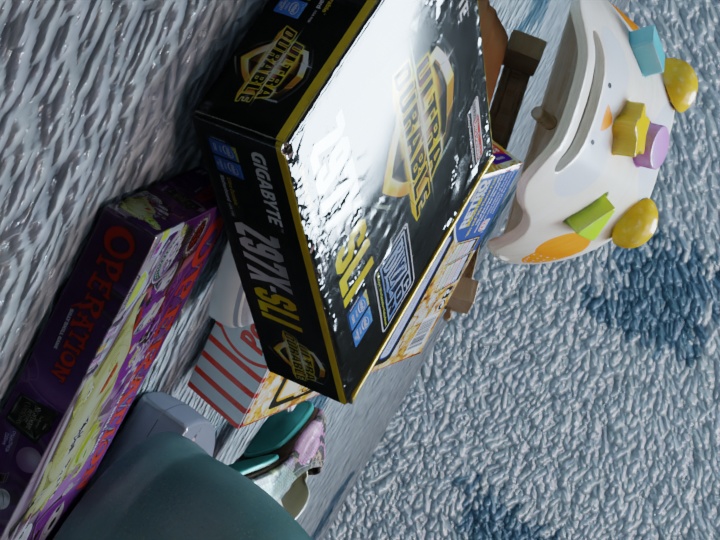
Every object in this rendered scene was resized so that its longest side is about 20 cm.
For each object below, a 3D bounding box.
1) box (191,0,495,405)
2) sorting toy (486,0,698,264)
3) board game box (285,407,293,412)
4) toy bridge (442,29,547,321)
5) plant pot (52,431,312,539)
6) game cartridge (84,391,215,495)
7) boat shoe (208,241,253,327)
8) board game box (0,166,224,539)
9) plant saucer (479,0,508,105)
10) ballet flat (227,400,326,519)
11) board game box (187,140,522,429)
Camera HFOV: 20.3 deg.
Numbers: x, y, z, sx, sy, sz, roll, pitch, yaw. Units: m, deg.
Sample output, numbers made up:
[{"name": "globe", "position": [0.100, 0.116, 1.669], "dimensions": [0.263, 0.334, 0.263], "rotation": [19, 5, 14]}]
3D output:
[{"name": "box", "position": [0.000, -0.059, 0.890], "dimensions": [0.160, 0.049, 0.201], "rotation": [-57, 156, -27]}, {"name": "sorting toy", "position": [0.146, -0.100, 1.336], "dimensions": [0.180, 0.106, 0.202], "rotation": [21, 86, -71]}, {"name": "board game box", "position": [-0.029, 0.031, 1.370], "dimensions": [0.127, 0.034, 0.200], "rotation": [-59, 178, -7]}, {"name": "toy bridge", "position": [0.084, -0.060, 1.372], "dimensions": [0.067, 0.027, 0.202], "rotation": [109, -2, -75]}, {"name": "plant pot", "position": [-0.073, 0.195, 0.954], "dimensions": [0.201, 0.133, 0.201], "rotation": [-57, 161, -33]}, {"name": "game cartridge", "position": [-0.128, 0.136, 1.122], "dimensions": [0.134, 0.041, 0.200], "rotation": [-54, 173, -14]}, {"name": "boat shoe", "position": [-0.008, -0.051, 1.036], "dimensions": [0.201, 0.068, 0.072], "rotation": [-60, 174, 1]}, {"name": "board game box", "position": [-0.120, 0.055, 0.842], "dimensions": [0.201, 0.032, 0.120], "rotation": [-61, 178, 16]}, {"name": "plant saucer", "position": [0.059, -0.087, 1.354], "dimensions": [0.200, 0.037, 0.202], "rotation": [19, 90, -89]}, {"name": "ballet flat", "position": [-0.068, 0.154, 1.414], "dimensions": [0.069, 0.072, 0.200], "rotation": [-15, -171, 24]}, {"name": "board game box", "position": [0.000, 0.000, 1.187], "dimensions": [0.199, 0.046, 0.152], "rotation": [-18, 141, -55]}]
